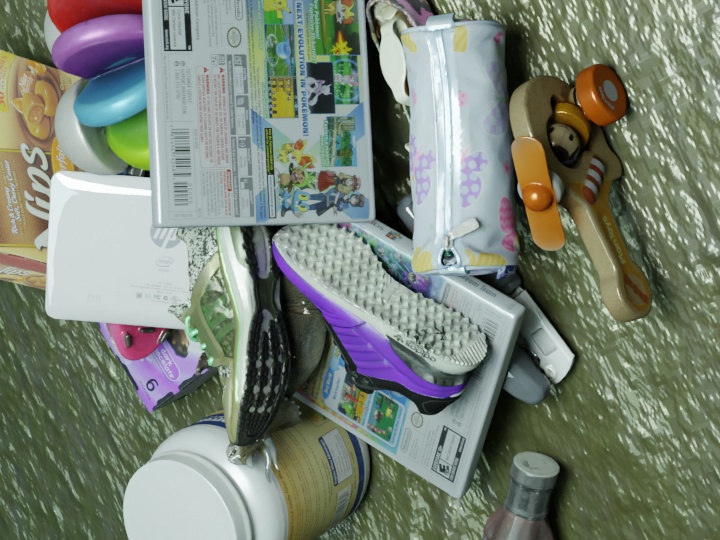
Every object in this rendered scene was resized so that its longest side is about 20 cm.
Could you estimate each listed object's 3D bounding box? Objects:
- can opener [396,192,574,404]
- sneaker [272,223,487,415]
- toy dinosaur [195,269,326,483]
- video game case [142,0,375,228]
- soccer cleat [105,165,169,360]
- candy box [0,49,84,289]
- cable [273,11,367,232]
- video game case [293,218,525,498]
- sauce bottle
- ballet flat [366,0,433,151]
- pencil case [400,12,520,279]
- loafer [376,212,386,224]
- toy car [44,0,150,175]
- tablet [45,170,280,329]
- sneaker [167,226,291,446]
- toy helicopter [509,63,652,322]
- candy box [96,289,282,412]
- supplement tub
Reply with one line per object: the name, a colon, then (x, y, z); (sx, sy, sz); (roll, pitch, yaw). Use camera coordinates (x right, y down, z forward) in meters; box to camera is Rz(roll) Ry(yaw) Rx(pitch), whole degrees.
can opener: (0.098, 0.018, 1.650); (0.053, 0.067, 0.201); (-38, 90, 37)
sneaker: (0.001, 0.046, 1.615); (0.200, 0.069, 0.100); (37, 134, 17)
toy dinosaur: (-0.072, 0.063, 1.682); (0.102, 0.077, 0.201); (26, 90, 5)
video game case: (-0.079, -0.136, 1.589); (0.022, 0.181, 0.202); (171, 97, -69)
soccer cleat: (-0.199, -0.025, 1.760); (0.086, 0.069, 0.202); (24, 116, 45)
candy box: (-0.301, -0.089, 1.811); (0.055, 0.115, 0.202); (-23, 64, 38)
cable: (-0.051, -0.131, 1.645); (0.050, 0.097, 0.202); (11, 86, 41)
video game case: (0.034, 0.067, 1.664); (0.181, 0.024, 0.201); (31, 129, 21)
sauce bottle: (0.127, 0.249, 1.710); (0.066, 0.066, 0.202); (22, 117, 27)
ballet flat: (0.055, -0.136, 1.628); (0.069, 0.071, 0.201); (-25, 91, 37)
pencil case: (0.074, -0.093, 1.555); (0.083, 0.090, 0.202); (-3, 89, 33)
loafer: (0.000, 0.000, 1.708); (0.200, 0.073, 0.072); (40, 122, 17)
toy car: (-0.188, -0.184, 1.634); (0.174, 0.150, 0.202); (-17, 68, 22)
tablet: (-0.164, -0.013, 1.704); (0.198, 0.014, 0.131); (5, 107, -2)
sneaker: (-0.110, 0.043, 1.627); (0.088, 0.077, 0.202); (-9, 76, 27)
toy helicopter: (0.168, -0.052, 1.540); (0.079, 0.132, 0.201); (-23, 92, 37)
candy box: (-0.153, 0.004, 1.815); (0.200, 0.071, 0.169); (-36, 83, 37)
supplement tub: (-0.098, 0.188, 1.759); (0.143, 0.200, 0.146); (11, 111, 30)
